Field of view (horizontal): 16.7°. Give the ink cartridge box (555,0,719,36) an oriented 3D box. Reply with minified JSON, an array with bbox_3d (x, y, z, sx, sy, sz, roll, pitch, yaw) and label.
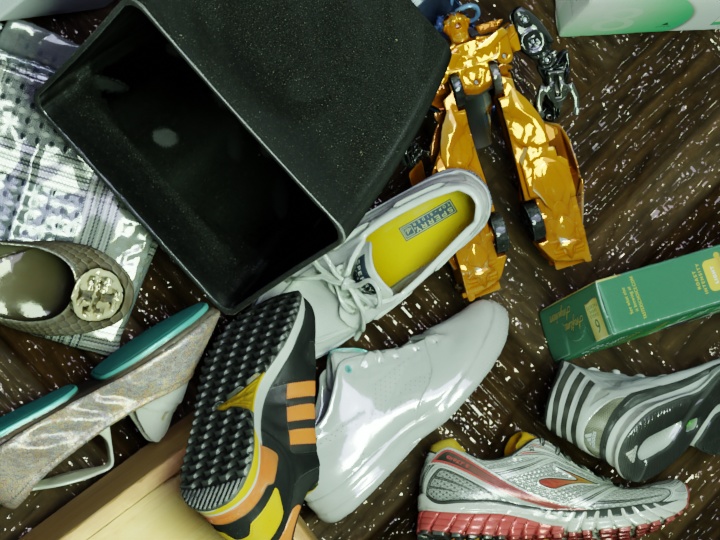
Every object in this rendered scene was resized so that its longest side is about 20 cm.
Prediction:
[{"bbox_3d":[0.246,-0.223,1.776,0.160,0.200,0.050,-4,79,-16],"label":"ink cartridge box"}]

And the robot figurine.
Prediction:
[{"bbox_3d":[0.089,-0.088,1.742,0.145,0.058,0.200,-18,102,-8],"label":"robot figurine"}]

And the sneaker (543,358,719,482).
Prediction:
[{"bbox_3d":[0.206,0.084,1.763,0.200,0.115,0.076,-13,121,-47],"label":"sneaker"}]

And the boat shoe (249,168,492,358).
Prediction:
[{"bbox_3d":[0.003,0.004,1.681,0.202,0.086,0.075,-32,94,8],"label":"boat shoe"}]

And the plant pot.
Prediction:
[{"bbox_3d":[-0.063,-0.121,1.610,0.200,0.199,0.177,47,60,-6],"label":"plant pot"}]

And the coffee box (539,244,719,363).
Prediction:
[{"bbox_3d":[0.240,0.011,1.764,0.200,0.123,0.044,-17,84,-17],"label":"coffee box"}]

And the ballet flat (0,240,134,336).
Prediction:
[{"bbox_3d":[-0.248,0.003,1.637,0.199,0.046,0.068,13,94,-13],"label":"ballet flat"}]

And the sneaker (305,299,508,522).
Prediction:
[{"bbox_3d":[0.019,0.077,1.709,0.089,0.075,0.200,47,72,-7],"label":"sneaker"}]

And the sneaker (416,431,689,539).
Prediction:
[{"bbox_3d":[0.138,0.152,1.728,0.199,0.078,0.082,3,75,-16],"label":"sneaker"}]

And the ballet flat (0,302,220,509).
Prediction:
[{"bbox_3d":[-0.171,0.096,1.660,0.200,0.068,0.067,-30,103,-7],"label":"ballet flat"}]

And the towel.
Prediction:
[{"bbox_3d":[-0.221,-0.061,1.672,0.192,0.035,0.200,20,89,-11],"label":"towel"}]

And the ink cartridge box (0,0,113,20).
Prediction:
[{"bbox_3d":[-0.210,-0.293,1.663,0.200,0.145,0.145,60,28,4],"label":"ink cartridge box"}]

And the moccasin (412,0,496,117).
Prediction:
[{"bbox_3d":[0.032,-0.187,1.777,0.200,0.068,0.080,44,71,-3],"label":"moccasin"}]

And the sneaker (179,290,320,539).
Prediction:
[{"bbox_3d":[-0.059,0.105,1.620,0.090,0.070,0.200,53,33,-31],"label":"sneaker"}]

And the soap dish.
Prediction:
[{"bbox_3d":[-0.126,0.201,1.641,0.200,0.081,0.157,-36,89,-21],"label":"soap dish"}]
